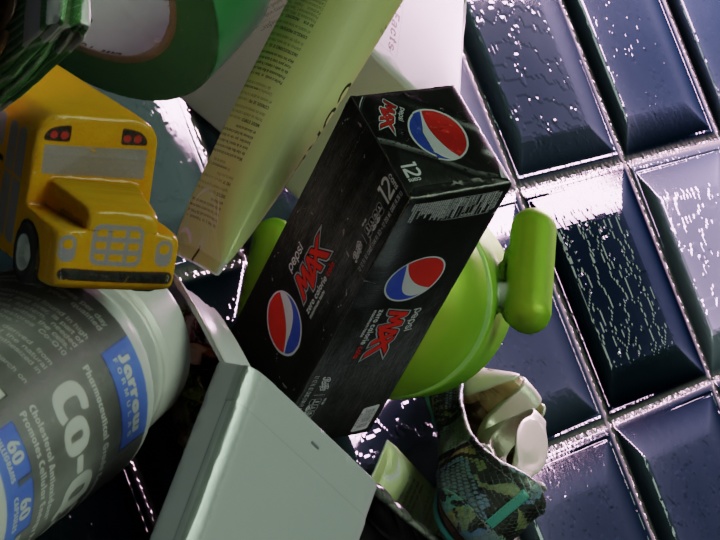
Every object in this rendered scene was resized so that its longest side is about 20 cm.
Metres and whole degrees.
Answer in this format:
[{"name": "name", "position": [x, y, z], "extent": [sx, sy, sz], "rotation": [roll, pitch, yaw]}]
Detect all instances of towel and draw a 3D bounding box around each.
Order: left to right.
[{"name": "towel", "position": [-0.179, -0.127, 1.367], "extent": [0.023, 0.200, 0.153], "rotation": [17, 56, -29]}]

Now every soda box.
[{"name": "soda box", "position": [0.000, 0.000, 1.445], "extent": [0.063, 0.200, 0.071], "rotation": [-8, 54, -33]}]

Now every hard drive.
[{"name": "hard drive", "position": [-0.060, 0.160, 1.310], "extent": [0.132, 0.026, 0.200], "rotation": [47, 56, -50]}]

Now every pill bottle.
[{"name": "pill bottle", "position": [-0.166, 0.065, 1.341], "extent": [0.114, 0.114, 0.200], "rotation": [62, 32, -7]}]

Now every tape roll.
[{"name": "tape roll", "position": [-0.138, -0.176, 1.455], "extent": [0.200, 0.200, 0.048], "rotation": [52, 58, -22]}]

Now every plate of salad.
[{"name": "plate of salad", "position": [-0.069, 0.092, 1.464], "extent": [0.200, 0.048, 0.200], "rotation": [62, -9, 18]}]

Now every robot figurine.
[{"name": "robot figurine", "position": [0.022, 0.014, 1.621], "extent": [0.200, 0.175, 0.116], "rotation": [5, 86, -79]}]

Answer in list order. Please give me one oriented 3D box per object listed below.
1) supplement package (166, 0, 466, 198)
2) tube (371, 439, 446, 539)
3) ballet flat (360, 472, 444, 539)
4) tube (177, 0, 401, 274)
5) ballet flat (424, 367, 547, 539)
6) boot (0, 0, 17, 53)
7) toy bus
[{"name": "supplement package", "position": [-0.047, -0.156, 1.654], "extent": [0.200, 0.121, 0.120], "rotation": [41, 39, -36]}, {"name": "tube", "position": [0.066, 0.187, 1.676], "extent": [0.200, 0.052, 0.058], "rotation": [45, 6, -25]}, {"name": "ballet flat", "position": [0.022, 0.167, 1.593], "extent": [0.200, 0.066, 0.057], "rotation": [40, -5, -26]}, {"name": "tube", "position": [-0.033, -0.090, 1.444], "extent": [0.200, 0.052, 0.058], "rotation": [-60, 160, -4]}, {"name": "ballet flat", "position": [0.078, 0.096, 1.671], "extent": [0.074, 0.074, 0.200], "rotation": [51, 14, -23]}, {"name": "boot", "position": [-0.220, -0.129, 1.340], "extent": [0.077, 0.155, 0.200], "rotation": [30, 47, -30]}, {"name": "toy bus", "position": [-0.149, -0.049, 1.373], "extent": [0.065, 0.200, 0.078], "rotation": [4, 104, -28]}]
